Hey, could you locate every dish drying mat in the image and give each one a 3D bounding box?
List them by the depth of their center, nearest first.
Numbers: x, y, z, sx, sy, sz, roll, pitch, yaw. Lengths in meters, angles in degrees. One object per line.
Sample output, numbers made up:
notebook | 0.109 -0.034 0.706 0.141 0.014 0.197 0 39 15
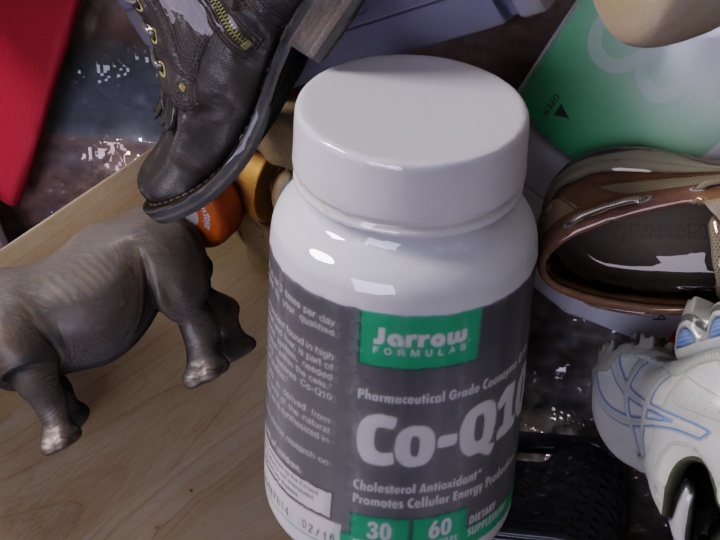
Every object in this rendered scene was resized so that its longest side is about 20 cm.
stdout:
dish drying mat | -0.174 -0.128 1.087 0.077 0.018 0.200 37 130 17

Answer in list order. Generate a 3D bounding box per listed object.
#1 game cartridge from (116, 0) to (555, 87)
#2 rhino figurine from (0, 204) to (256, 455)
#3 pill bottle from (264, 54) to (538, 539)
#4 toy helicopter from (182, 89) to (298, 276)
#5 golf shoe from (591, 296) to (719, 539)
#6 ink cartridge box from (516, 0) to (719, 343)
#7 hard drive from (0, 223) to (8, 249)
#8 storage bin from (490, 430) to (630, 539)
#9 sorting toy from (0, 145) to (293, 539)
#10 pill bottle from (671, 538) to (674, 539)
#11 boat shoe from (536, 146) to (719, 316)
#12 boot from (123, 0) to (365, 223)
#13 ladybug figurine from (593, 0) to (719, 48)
game cartridge | -0.026 -0.145 0.928 0.200 0.038 0.130 -12 117 36
rhino figurine | -0.149 0.037 0.987 0.088 0.200 0.060 68 163 -7
pill bottle | 0.016 0.018 0.916 0.113 0.113 0.200 16 126 21
toy helicopter | 0.000 0.000 1.027 0.132 0.079 0.200 -2 126 47
golf shoe | 0.136 0.076 0.913 0.078 0.200 0.097 16 74 -4
ink cartridge box | 0.156 -0.030 0.956 0.200 0.050 0.161 39 122 11
hard drive | -0.237 0.005 1.172 0.132 0.027 0.200 -10 105 39
storage bin | 0.056 0.184 1.042 0.135 0.094 0.200 5 118 12
sorting toy | -0.124 0.074 1.063 0.199 0.200 0.070 56 156 -6
pill bottle | 0.201 0.215 0.992 0.112 0.112 0.200 -18 100 31
boat shoe | 0.166 -0.010 0.896 0.200 0.072 0.076 -4 117 25
boot | -0.094 -0.130 0.906 0.174 0.069 0.200 34 126 -8
ladybug figurine | 0.135 -0.186 0.860 0.072 0.136 0.200 3 88 -16
